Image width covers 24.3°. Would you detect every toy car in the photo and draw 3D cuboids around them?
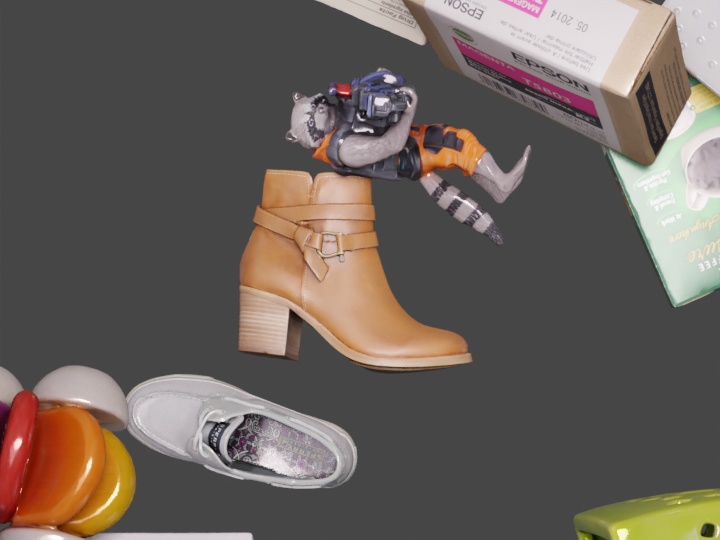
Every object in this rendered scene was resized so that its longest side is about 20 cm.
[{"bbox_3d":[-0.281,0.150,1.304,0.197,0.150,0.177,2,68,12],"label":"toy car"}]

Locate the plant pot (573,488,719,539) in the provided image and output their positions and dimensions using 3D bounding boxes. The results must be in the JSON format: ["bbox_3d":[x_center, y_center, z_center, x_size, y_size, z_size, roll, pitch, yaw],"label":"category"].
[{"bbox_3d":[0.282,0.252,1.250,0.179,0.200,0.201,-18,85,-4],"label":"plant pot"}]

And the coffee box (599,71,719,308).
[{"bbox_3d":[0.264,-0.083,1.340,0.122,0.044,0.202,-25,85,3],"label":"coffee box"}]

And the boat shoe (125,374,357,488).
[{"bbox_3d":[-0.101,0.129,1.347,0.198,0.072,0.071,14,89,7],"label":"boat shoe"}]

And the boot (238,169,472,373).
[{"bbox_3d":[0.000,0.000,1.347,0.197,0.074,0.157,8,84,3],"label":"boot"}]

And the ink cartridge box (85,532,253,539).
[{"bbox_3d":[-0.185,0.300,1.310,0.194,0.044,0.202,-1,50,4],"label":"ink cartridge box"}]

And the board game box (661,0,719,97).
[{"bbox_3d":[0.353,-0.198,1.321,0.199,0.026,0.201,38,79,0],"label":"board game box"}]

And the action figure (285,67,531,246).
[{"bbox_3d":[0.033,-0.093,1.294,0.191,0.200,0.106,17,101,4],"label":"action figure"}]

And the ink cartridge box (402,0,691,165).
[{"bbox_3d":[0.141,-0.172,1.258,0.199,0.165,0.076,29,86,21],"label":"ink cartridge box"}]

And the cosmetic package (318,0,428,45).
[{"bbox_3d":[0.044,-0.294,1.318,0.103,0.073,0.202,24,115,7],"label":"cosmetic package"}]
